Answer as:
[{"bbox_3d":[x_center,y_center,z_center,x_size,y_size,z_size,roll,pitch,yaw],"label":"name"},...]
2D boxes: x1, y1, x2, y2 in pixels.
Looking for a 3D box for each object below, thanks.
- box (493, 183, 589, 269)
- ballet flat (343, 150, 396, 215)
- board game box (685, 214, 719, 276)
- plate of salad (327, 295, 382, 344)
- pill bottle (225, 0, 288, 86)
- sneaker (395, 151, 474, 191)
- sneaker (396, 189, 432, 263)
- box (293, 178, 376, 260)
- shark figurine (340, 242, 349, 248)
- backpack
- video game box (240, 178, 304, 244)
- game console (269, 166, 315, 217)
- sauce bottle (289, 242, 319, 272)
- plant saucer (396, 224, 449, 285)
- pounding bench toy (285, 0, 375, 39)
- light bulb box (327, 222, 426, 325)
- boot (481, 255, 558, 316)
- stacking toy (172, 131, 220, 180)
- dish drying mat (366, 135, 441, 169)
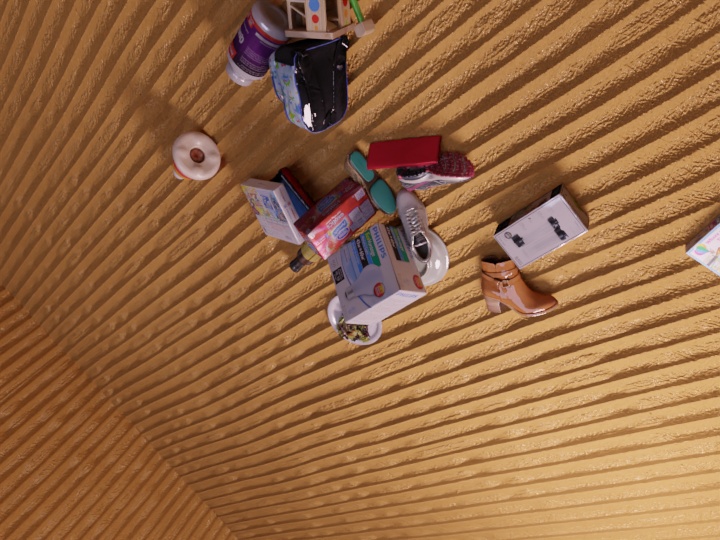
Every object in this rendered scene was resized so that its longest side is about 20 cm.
[{"bbox_3d":[0.440,-0.104,1.331,0.117,0.060,0.199,47,131,-7],"label":"box"},{"bbox_3d":[0.024,-0.233,1.478,0.202,0.070,0.065,56,155,-11],"label":"ballet flat"},{"bbox_3d":[0.824,-0.075,1.160,0.133,0.034,0.201,34,131,4],"label":"board game box"},{"bbox_3d":[-0.024,0.166,1.770,0.197,0.048,0.203,14,126,19],"label":"plate of salad"},{"bbox_3d":[-0.261,-0.563,1.369,0.113,0.113,0.199,46,130,-7],"label":"pill bottle"},{"bbox_3d":[0.191,-0.244,1.371,0.197,0.082,0.075,3,149,28],"label":"sneaker"},{"bbox_3d":[0.147,-0.118,1.440,0.075,0.081,0.203,-20,96,12],"label":"sneaker"},{"bbox_3d":[-0.068,-0.140,1.471,0.095,0.200,0.100,35,164,51],"label":"box"},{"bbox_3d":[0.015,0.015,1.613,0.126,0.219,0.090,-12,162,11],"label":"shark figurine"},{"bbox_3d":[-0.120,-0.454,1.328,0.146,0.182,0.203,28,138,39],"label":"backpack"},{"bbox_3d":[-0.256,-0.177,1.609,0.198,0.047,0.184,18,142,48],"label":"video game box"},{"bbox_3d":[-0.199,-0.185,1.585,0.118,0.173,0.201,-38,101,7],"label":"game console"},{"bbox_3d":[-0.154,-0.059,1.679,0.065,0.065,0.199,46,129,-7],"label":"sauce bottle"},{"bbox_3d":[0.151,-0.033,1.542,0.197,0.050,0.203,14,126,20],"label":"plant saucer"},{"bbox_3d":[-0.063,-0.615,1.220,0.196,0.125,0.158,12,126,21],"label":"pounding bench toy"},{"bbox_3d":[0.040,0.014,1.456,0.199,0.124,0.201,-33,64,33],"label":"light bulb box"},{"bbox_3d":[0.414,0.034,1.439,0.197,0.077,0.158,3,119,35],"label":"boot"},{"bbox_3d":[-0.530,-0.331,1.686,0.147,0.146,0.199,55,148,-14],"label":"stacking toy"},{"bbox_3d":[0.109,-0.297,1.382,0.197,0.078,0.018,1,161,28],"label":"dish drying mat"}]
